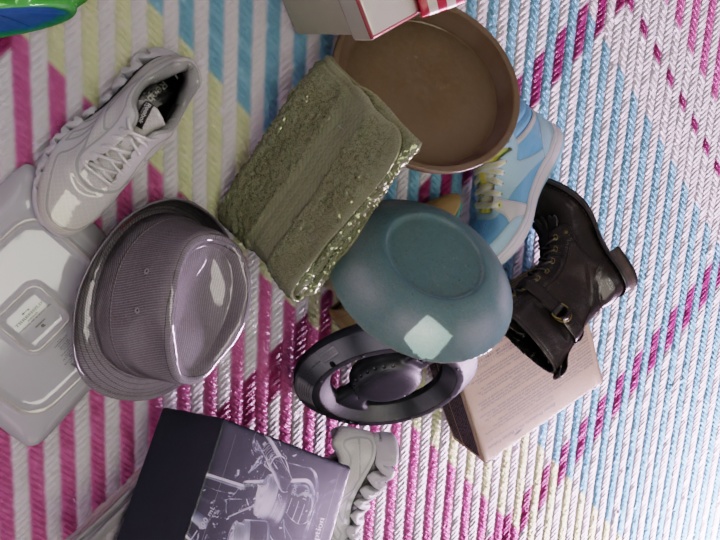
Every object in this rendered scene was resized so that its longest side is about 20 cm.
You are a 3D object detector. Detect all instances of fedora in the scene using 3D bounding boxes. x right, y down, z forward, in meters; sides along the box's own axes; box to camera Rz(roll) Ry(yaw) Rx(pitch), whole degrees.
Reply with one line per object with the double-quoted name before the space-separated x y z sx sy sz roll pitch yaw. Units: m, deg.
"fedora" -0.167 0.036 0.796 0.177 0.090 0.201 24 81 -48

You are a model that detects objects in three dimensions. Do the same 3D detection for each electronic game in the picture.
"electronic game" 0.027 0.112 0.924 0.199 0.042 0.200 -6 143 -4

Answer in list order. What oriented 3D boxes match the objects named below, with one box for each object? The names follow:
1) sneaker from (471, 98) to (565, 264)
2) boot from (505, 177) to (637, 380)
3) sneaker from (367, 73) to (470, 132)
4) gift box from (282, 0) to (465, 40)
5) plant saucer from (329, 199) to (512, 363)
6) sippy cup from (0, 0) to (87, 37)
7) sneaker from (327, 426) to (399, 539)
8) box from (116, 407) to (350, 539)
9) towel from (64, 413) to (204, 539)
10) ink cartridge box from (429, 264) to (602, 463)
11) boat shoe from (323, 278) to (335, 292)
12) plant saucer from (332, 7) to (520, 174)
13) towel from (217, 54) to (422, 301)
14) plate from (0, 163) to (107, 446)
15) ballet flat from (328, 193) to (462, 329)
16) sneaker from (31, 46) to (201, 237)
"sneaker" 0.141 -0.109 0.956 0.130 0.079 0.200 36 70 -34
"boot" 0.207 0.002 0.977 0.174 0.069 0.200 -36 79 -23
"sneaker" 0.034 -0.168 0.891 0.200 0.077 0.085 -28 102 -25
"gift box" 0.020 -0.329 0.767 0.200 0.187 0.185 -37 119 -14
"plant saucer" 0.067 -0.004 0.845 0.200 0.201 0.039 -5 146 -28
"sippy cup" -0.299 -0.251 0.652 0.178 0.139 0.131 -22 105 -50
"sneaker" -0.031 0.262 0.966 0.081 0.075 0.200 20 103 -16
"box" -0.128 0.259 0.836 0.182 0.104 0.201 31 68 -41
"towel" -0.181 0.279 0.878 0.200 0.032 0.191 -45 121 -35
"ink cartridge box" 0.189 0.110 1.052 0.200 0.075 0.165 -29 117 -21
"boat shoe" 0.000 0.000 0.884 0.200 0.073 0.063 29 130 -1
"plant saucer" 0.065 -0.185 0.863 0.199 0.029 0.201 5 70 -15
"towel" -0.047 -0.086 0.807 0.200 0.148 0.036 -53 154 18
"plate" -0.300 0.040 0.784 0.200 0.032 0.200 -47 121 -10
"ballet flat" 0.037 -0.015 0.939 0.063 0.069 0.200 36 84 -18
"sneaker" -0.212 -0.115 0.752 0.075 0.081 0.200 41 78 -34
